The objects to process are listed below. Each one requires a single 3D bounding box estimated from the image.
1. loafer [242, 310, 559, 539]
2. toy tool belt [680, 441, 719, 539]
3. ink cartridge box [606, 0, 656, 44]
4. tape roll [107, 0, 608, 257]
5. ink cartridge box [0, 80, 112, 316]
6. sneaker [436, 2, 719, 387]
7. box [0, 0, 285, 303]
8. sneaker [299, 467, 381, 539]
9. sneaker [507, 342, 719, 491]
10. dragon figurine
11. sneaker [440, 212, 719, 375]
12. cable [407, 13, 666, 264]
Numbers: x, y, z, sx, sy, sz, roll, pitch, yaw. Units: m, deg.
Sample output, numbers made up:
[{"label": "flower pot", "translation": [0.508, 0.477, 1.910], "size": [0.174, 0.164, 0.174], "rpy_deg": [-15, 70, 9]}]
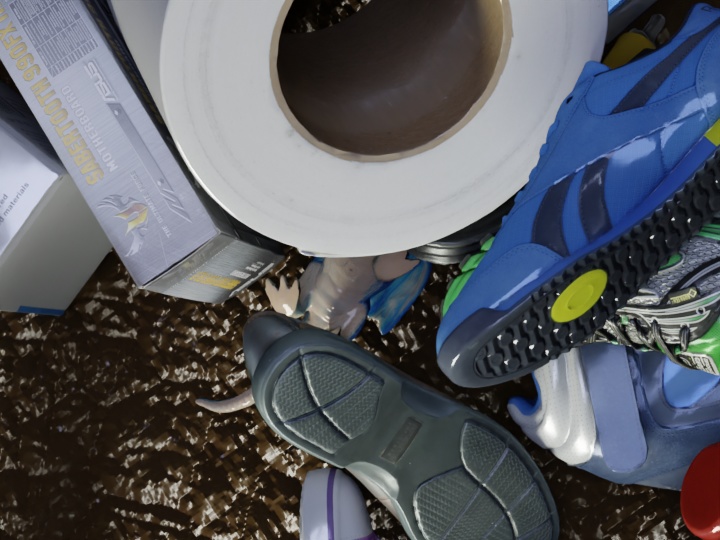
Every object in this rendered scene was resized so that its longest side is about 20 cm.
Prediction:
[{"label": "loafer", "translation": [0.021, 0.079, 0.940], "size": [0.072, 0.063, 0.200], "rpy_deg": [-48, 122, 5]}, {"label": "toy tool belt", "translation": [0.182, 0.189, 0.923], "size": [0.122, 0.125, 0.202], "rpy_deg": [18, 97, -23]}, {"label": "ink cartridge box", "translation": [0.099, -0.229, 0.972], "size": [0.116, 0.068, 0.200], "rpy_deg": [-41, 81, 5]}, {"label": "tape roll", "translation": [-0.007, -0.127, 0.862], "size": [0.201, 0.139, 0.205], "rpy_deg": [-9, 122, -16]}, {"label": "ink cartridge box", "translation": [-0.224, -0.070, 0.979], "size": [0.199, 0.145, 0.084], "rpy_deg": [38, 94, 10]}, {"label": "sneaker", "translation": [0.099, -0.034, 0.831], "size": [0.200, 0.066, 0.078], "rpy_deg": [-42, 62, -3]}, {"label": "box", "translation": [-0.120, -0.081, 0.956], "size": [0.048, 0.158, 0.201], "rpy_deg": [-33, 83, 6]}, {"label": "sneaker", "translation": [0.038, 0.186, 0.964], "size": [0.113, 0.073, 0.203], "rpy_deg": [-15, 95, 5]}, {"label": "sneaker", "translation": [0.144, 0.005, 0.945], "size": [0.145, 0.081, 0.202], "rpy_deg": [16, 95, 6]}, {"label": "dragon figurine", "translation": [0.000, 0.000, 0.981], "size": [0.059, 0.099, 0.201], "rpy_deg": [37, 112, 8]}, {"label": "sneaker", "translation": [0.129, 0.008, 0.873], "size": [0.198, 0.078, 0.086], "rpy_deg": [-17, 63, 17]}, {"label": "cable", "translation": [0.112, -0.049, 0.932], "size": [0.200, 0.051, 0.097], "rpy_deg": [-39, 62, -18]}]
